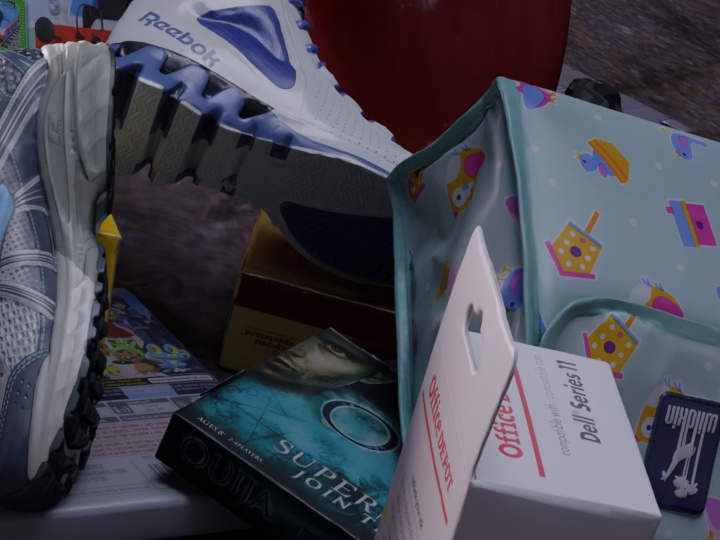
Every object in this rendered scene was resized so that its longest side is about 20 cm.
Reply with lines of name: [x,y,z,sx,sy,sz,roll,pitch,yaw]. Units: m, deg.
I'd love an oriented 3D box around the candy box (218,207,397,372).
candy box: [0.000,0.000,1.189,0.116,0.057,0.200,15,21,-2]

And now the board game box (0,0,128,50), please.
board game box: [-0.149,-0.157,1.123,0.151,0.201,0.037,3,-18,-43]

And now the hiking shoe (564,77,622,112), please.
hiking shoe: [0.145,-0.037,1.298,0.100,0.076,0.200,22,31,-8]

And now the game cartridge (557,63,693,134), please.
game cartridge: [0.112,-0.094,1.515,0.129,0.039,0.200,27,24,33]

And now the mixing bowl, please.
mixing bowl: [0.038,-0.113,1.359,0.199,0.109,0.200,-11,-3,-1]

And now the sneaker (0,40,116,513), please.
sneaker: [-0.143,0.002,0.933,0.086,0.078,0.201,2,63,-3]

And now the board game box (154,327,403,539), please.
board game box: [0.030,0.102,0.968,0.200,0.028,0.135,33,27,16]

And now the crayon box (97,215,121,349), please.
crayon box: [-0.205,-0.026,1.061,0.172,0.059,0.200,9,13,-14]

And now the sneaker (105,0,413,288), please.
sneaker: [-0.035,-0.082,1.099,0.199,0.081,0.116,25,51,-8]

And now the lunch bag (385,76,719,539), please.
lunch bag: [0.108,0.039,0.979,0.170,0.122,0.201,15,53,-29]

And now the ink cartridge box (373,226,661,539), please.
ink cartridge box: [0.046,0.100,0.795,0.067,0.201,0.117,12,23,-9]

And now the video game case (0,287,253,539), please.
video game case: [-0.144,0.061,0.992,0.199,0.023,0.182,-2,29,-36]
